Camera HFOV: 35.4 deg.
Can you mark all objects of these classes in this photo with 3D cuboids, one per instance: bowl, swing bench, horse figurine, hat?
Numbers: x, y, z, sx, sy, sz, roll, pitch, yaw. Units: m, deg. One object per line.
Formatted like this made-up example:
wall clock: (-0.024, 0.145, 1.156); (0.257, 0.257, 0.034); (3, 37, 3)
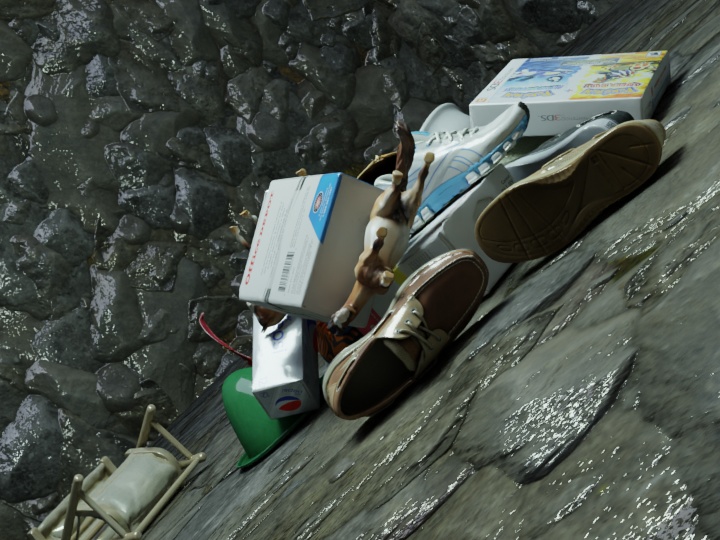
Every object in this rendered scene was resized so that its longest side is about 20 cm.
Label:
bowl: (0.146, -0.134, 1.636); (0.201, 0.089, 0.204); (-39, -42, -47)
swing bench: (-0.370, 0.346, 1.720); (0.200, 0.130, 0.199); (-46, 2, 39)
horse figurine: (0.027, -0.041, 1.114); (0.133, 0.049, 0.203); (116, 172, -68)
hat: (-0.155, 0.133, 1.437); (0.166, 0.176, 0.200); (-46, 6, -39)
horse figurine: (-0.083, -0.036, 1.384); (0.050, 0.134, 0.200); (-14, 24, 48)

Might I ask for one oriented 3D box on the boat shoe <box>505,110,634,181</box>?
boat shoe: (0.219, -0.112, 1.225); (0.057, 0.069, 0.199); (-40, 8, -40)

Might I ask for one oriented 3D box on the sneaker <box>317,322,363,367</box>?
sneaker: (-0.046, 0.073, 1.476); (0.078, 0.112, 0.200); (-43, 4, -16)

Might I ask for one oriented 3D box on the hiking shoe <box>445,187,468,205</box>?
hiking shoe: (0.178, -0.107, 1.358); (0.200, 0.087, 0.074); (-45, 6, -35)

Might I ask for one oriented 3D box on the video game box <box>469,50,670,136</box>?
video game box: (0.244, -0.205, 1.301); (0.197, 0.047, 0.182); (1, 28, 24)

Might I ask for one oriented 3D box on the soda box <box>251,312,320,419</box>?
soda box: (-0.092, 0.080, 1.396); (0.067, 0.064, 0.202); (-15, 47, 11)

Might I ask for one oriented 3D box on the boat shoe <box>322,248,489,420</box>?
boat shoe: (0.046, 0.066, 1.034); (0.200, 0.076, 0.072); (-49, 10, 7)

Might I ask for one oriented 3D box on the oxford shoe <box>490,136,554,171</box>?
oxford shoe: (0.186, -0.132, 1.311); (0.197, 0.058, 0.076); (-13, 44, -1)

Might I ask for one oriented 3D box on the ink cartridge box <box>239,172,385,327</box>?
ink cartridge box: (-0.050, -0.023, 1.250); (0.199, 0.083, 0.148); (5, 78, 65)

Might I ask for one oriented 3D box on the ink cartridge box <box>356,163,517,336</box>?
ink cartridge box: (0.088, -0.007, 1.220); (0.145, 0.084, 0.200); (-46, 5, -39)

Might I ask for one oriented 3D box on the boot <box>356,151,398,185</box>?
boot: (0.072, -0.123, 1.362); (0.200, 0.071, 0.144); (-33, -7, -12)

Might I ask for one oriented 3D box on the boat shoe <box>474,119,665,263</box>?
boat shoe: (0.194, -0.071, 1.032); (0.199, 0.072, 0.064); (-31, 3, 32)

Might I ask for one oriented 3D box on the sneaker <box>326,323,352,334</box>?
sneaker: (0.000, 0.000, 1.344); (0.202, 0.074, 0.079); (109, 162, -44)

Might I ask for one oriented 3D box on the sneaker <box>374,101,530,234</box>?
sneaker: (0.092, -0.124, 1.205); (0.199, 0.087, 0.075); (-39, 3, 25)
